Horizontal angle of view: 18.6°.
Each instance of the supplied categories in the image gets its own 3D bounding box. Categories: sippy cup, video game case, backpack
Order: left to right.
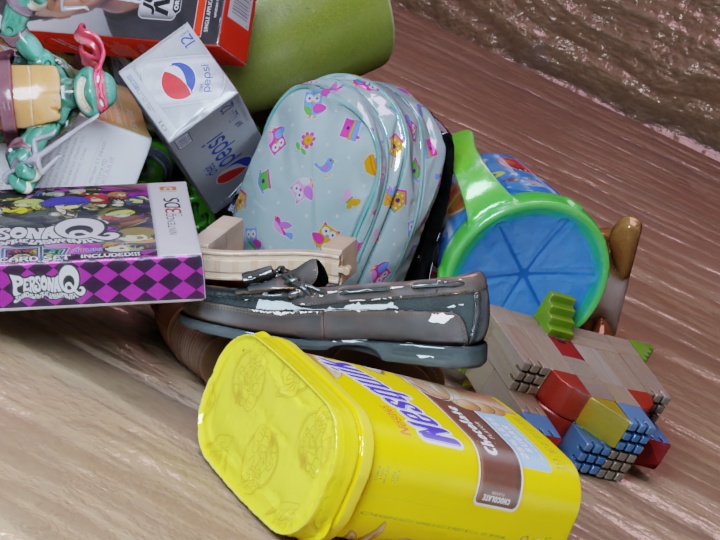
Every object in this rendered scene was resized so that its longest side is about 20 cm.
[{"bbox_3d":[-0.203,-0.016,1.409,0.198,0.036,0.181,-3,17,-7],"label":"video game case"},{"bbox_3d":[-0.017,-0.045,1.627,0.166,0.201,0.126,30,15,23],"label":"backpack"},{"bbox_3d":[0.112,-0.024,1.727,0.138,0.179,0.131,2,28,-16],"label":"sippy cup"}]

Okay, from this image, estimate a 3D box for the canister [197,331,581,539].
[{"bbox_3d":[0.020,0.114,1.337,0.199,0.087,0.148,15,15,-37],"label":"canister"}]

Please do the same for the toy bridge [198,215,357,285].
[{"bbox_3d":[-0.099,-0.015,1.506,0.198,0.027,0.067,9,21,19],"label":"toy bridge"}]

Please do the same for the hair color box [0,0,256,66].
[{"bbox_3d":[-0.178,-0.215,1.647,0.198,0.103,0.061,5,-8,21],"label":"hair color box"}]

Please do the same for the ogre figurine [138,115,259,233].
[{"bbox_3d":[-0.114,-0.070,1.806,0.198,0.099,0.120,1,39,-20],"label":"ogre figurine"}]

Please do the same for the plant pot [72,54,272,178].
[{"bbox_3d":[-0.195,-0.163,1.883,0.199,0.188,0.187,-7,31,-40],"label":"plant pot"}]

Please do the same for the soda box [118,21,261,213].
[{"bbox_3d":[-0.118,-0.109,1.619,0.068,0.063,0.200,53,-3,13],"label":"soda box"}]

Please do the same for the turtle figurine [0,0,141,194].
[{"bbox_3d":[-0.240,-0.118,1.494,0.198,0.151,0.101,-8,-14,-2],"label":"turtle figurine"}]

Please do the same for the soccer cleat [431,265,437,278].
[{"bbox_3d":[0.000,0.000,1.775,0.199,0.069,0.073,25,12,-12],"label":"soccer cleat"}]

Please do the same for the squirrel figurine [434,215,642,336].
[{"bbox_3d":[0.137,0.007,1.900,0.185,0.143,0.200,14,-2,7],"label":"squirrel figurine"}]

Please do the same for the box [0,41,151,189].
[{"bbox_3d":[-0.269,-0.102,1.627,0.199,0.107,0.152,19,14,-17],"label":"box"}]

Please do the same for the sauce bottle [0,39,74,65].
[{"bbox_3d":[-0.255,-0.179,1.736,0.066,0.201,0.066,22,8,-3],"label":"sauce bottle"}]

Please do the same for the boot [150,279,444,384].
[{"bbox_3d":[-0.051,0.045,1.524,0.198,0.077,0.155,6,20,-24],"label":"boot"}]

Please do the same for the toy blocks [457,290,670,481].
[{"bbox_3d":[0.165,0.099,1.652,0.199,0.100,0.137,14,28,-34],"label":"toy blocks"}]

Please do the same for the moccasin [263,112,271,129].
[{"bbox_3d":[-0.023,-0.105,1.797,0.074,0.077,0.201,64,14,12],"label":"moccasin"}]

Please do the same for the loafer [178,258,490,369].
[{"bbox_3d":[-0.015,0.019,1.395,0.198,0.064,0.072,8,8,4],"label":"loafer"}]

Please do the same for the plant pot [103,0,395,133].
[{"bbox_3d":[-0.106,-0.198,1.764,0.199,0.188,0.187,-33,42,-19],"label":"plant pot"}]
